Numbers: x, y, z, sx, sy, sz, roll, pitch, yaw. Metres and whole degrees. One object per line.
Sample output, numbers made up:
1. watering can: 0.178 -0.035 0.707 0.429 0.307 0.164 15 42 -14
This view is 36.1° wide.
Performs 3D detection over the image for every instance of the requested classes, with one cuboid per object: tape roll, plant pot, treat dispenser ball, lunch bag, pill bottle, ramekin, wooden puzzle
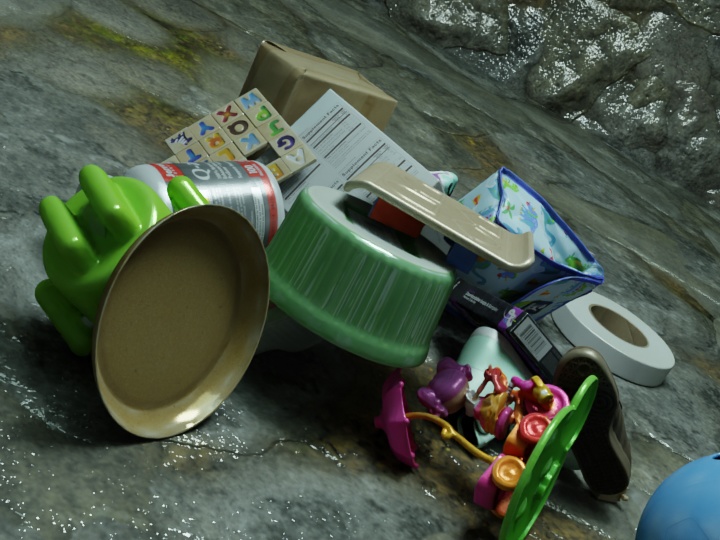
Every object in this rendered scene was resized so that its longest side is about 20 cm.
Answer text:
1. tape roll: 0.382 0.097 1.672 0.200 0.037 0.204 26 23 -12
2. plant pot: -0.151 0.040 0.922 0.027 0.204 0.199 19 13 34
3. treat dispenser ball: 0.357 0.273 1.032 0.198 0.203 0.202 25 22 -11
4. lunch bag: 0.192 -0.004 1.435 0.199 0.169 0.129 34 44 -25
5. pill bottle: -0.187 -0.053 1.144 0.197 0.117 0.116 -6 39 -37
6. ramekin: 0.000 0.000 1.093 0.197 0.099 0.200 27 14 -7
7. wooden puzzle: 0.081 -0.049 1.139 0.197 0.047 0.185 26 13 3

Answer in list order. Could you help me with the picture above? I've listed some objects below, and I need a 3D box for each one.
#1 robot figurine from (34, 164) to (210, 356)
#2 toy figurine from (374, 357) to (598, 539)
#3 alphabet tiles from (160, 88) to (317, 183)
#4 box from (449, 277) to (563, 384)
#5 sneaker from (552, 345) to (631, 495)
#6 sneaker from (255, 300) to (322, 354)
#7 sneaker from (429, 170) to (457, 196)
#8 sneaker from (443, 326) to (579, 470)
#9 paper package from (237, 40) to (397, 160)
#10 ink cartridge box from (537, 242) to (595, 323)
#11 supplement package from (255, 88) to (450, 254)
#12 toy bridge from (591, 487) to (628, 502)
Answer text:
1. robot figurine: -0.198 -0.001 0.964 0.116 0.175 0.201 47 -5 38
2. toy figurine: 0.109 0.143 1.078 0.182 0.151 0.201 26 57 23
3. alphabet tiles: -0.172 -0.126 1.302 0.168 0.198 0.008 50 -14 40
4. box: 0.184 0.086 1.300 0.143 0.036 0.200 48 -6 -20
5. sneaker: 0.244 0.146 1.172 0.069 0.202 0.076 -7 35 16
6. sneaker: -0.104 0.031 1.146 0.105 0.076 0.199 46 31 24
7. sneaker: 0.069 -0.148 1.753 0.139 0.078 0.199 36 22 14
8. sneaker: 0.164 0.175 1.216 0.201 0.073 0.118 47 57 -9
9. paper package: -0.078 -0.173 1.451 0.189 0.202 0.103 8 25 -45
10. ink cartridge box: 0.224 -0.024 1.536 0.158 0.201 0.048 31 56 2
11. supplement package: -0.007 -0.077 1.334 0.200 0.151 0.152 42 -8 29
12. toy bridge: 0.266 0.201 1.310 0.066 0.027 0.201 17 26 -31
